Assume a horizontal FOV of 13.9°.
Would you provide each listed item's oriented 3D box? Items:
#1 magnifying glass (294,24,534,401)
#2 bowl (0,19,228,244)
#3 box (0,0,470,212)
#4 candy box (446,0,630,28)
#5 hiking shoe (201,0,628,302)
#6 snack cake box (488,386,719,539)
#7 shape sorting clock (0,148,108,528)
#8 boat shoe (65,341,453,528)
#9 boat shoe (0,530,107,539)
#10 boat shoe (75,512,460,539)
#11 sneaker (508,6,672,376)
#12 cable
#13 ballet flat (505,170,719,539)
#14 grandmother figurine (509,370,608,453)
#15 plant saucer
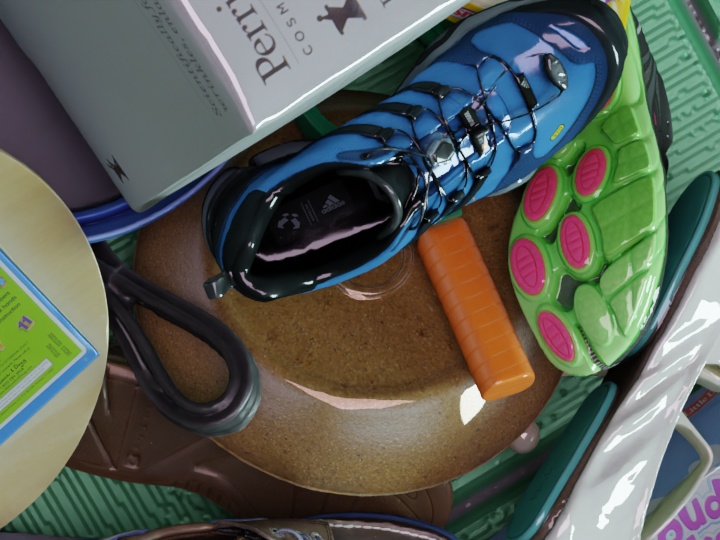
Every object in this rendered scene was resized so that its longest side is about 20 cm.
[{"bbox_3d":[0.027,-0.035,1.295,0.079,0.022,0.200,-17,66,-16],"label":"magnifying glass"},{"bbox_3d":[-0.136,-0.108,1.259,0.200,0.039,0.201,2,83,-17],"label":"bowl"},{"bbox_3d":[-0.071,-0.149,1.158,0.131,0.200,0.199,-35,94,-19],"label":"box"},{"bbox_3d":[0.081,-0.187,1.304,0.102,0.026,0.200,24,60,-20],"label":"candy box"},{"bbox_3d":[0.027,-0.043,1.223,0.200,0.087,0.074,-33,108,7],"label":"hiking shoe"},{"bbox_3d":[0.136,0.146,1.352,0.200,0.067,0.115,-36,116,-4],"label":"snack cake box"},{"bbox_3d":[-0.201,0.033,1.210,0.200,0.039,0.200,-10,117,-20],"label":"shape sorting clock"},{"bbox_3d":[-0.053,0.071,1.331,0.200,0.063,0.073,21,109,-10],"label":"boat shoe"},{"bbox_3d":[-0.106,0.167,1.337,0.199,0.071,0.070,5,121,-13],"label":"boat shoe"},{"bbox_3d":[-0.043,0.141,1.269,0.199,0.072,0.072,-5,79,-10],"label":"boat shoe"},{"bbox_3d":[0.112,-0.041,1.307,0.077,0.084,0.200,-14,54,27],"label":"sneaker"},{"bbox_3d":[-0.118,0.005,1.289,0.200,0.050,0.097,25,71,17],"label":"cable"},{"bbox_3d":[0.133,0.054,1.298,0.069,0.069,0.200,31,76,-9],"label":"ballet flat"},{"bbox_3d":[0.062,0.024,1.355,0.199,0.061,0.122,-1,67,-6],"label":"grandmother figurine"},{"bbox_3d":[0.000,0.000,1.303,0.200,0.035,0.201,3,64,-7],"label":"plant saucer"}]
